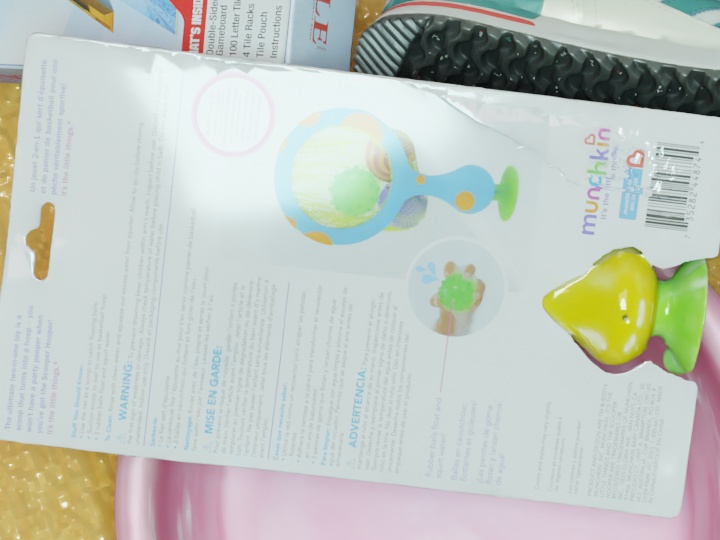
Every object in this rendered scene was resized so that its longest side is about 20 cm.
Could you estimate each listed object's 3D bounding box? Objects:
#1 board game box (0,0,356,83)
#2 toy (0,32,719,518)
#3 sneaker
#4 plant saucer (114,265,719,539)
[{"bbox_3d":[-0.088,-0.157,0.821,0.198,0.041,0.201,5,88,28],"label":"board game box"},{"bbox_3d":[0.000,0.000,0.769,0.199,0.047,0.116,7,99,0],"label":"toy"},{"bbox_3d":[0.102,-0.065,0.797,0.198,0.071,0.094,14,48,5],"label":"sneaker"},{"bbox_3d":[0.027,0.070,0.809,0.199,0.051,0.202,-1,80,7],"label":"plant saucer"}]
